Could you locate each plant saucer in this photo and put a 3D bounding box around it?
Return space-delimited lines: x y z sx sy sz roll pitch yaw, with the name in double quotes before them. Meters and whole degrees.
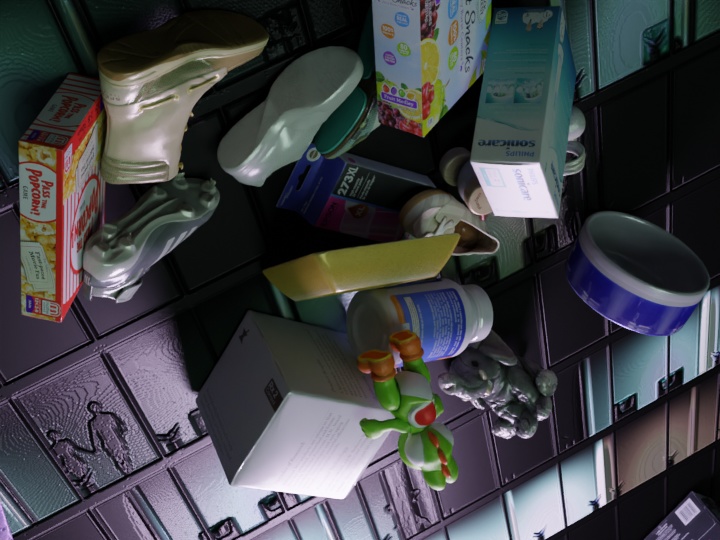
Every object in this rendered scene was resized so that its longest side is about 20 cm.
"plant saucer" 0.000 0.000 1.261 0.196 0.199 0.050 -9 88 -25

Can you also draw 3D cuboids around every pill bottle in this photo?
"pill bottle" 0.087 0.071 1.412 0.197 0.112 0.114 -5 128 -36

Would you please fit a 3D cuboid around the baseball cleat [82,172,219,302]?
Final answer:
"baseball cleat" -0.240 -0.035 1.142 0.199 0.069 0.107 -35 158 -44

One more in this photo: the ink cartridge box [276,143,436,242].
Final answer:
"ink cartridge box" -0.003 -0.094 1.290 0.197 0.037 0.096 12 118 -35

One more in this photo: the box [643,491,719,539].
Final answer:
"box" 0.712 0.600 2.204 0.114 0.133 0.201 25 110 -45

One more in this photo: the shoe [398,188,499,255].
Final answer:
"shoe" 0.122 -0.058 1.346 0.198 0.053 0.071 13 115 -53

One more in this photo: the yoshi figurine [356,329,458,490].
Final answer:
"yoshi figurine" 0.062 0.184 1.308 0.111 0.112 0.203 -18 102 19

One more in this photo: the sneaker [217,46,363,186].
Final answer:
"sneaker" -0.070 -0.173 1.169 0.199 0.076 0.088 -38 148 10

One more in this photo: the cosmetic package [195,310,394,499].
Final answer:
"cosmetic package" -0.085 0.183 1.369 0.198 0.166 0.166 16 116 -38

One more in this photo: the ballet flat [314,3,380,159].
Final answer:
"ballet flat" 0.014 -0.217 1.181 0.070 0.069 0.203 2 121 -42

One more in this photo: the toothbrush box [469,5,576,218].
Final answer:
"toothbrush box" 0.196 -0.183 1.197 0.084 0.204 0.147 2 160 21

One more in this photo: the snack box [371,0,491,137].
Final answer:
"snack box" 0.081 -0.280 1.113 0.169 0.067 0.203 -48 148 -39

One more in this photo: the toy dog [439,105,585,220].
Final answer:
"toy dog" 0.204 -0.128 1.325 0.196 0.134 0.097 -13 137 14

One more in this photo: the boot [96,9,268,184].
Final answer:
"boot" -0.188 -0.180 1.073 0.198 0.073 0.157 -30 148 -37

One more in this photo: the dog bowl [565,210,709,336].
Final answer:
"dog bowl" 0.403 0.002 1.490 0.197 0.201 0.080 0 129 -30

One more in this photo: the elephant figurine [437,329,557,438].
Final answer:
"elephant figurine" 0.192 0.158 1.550 0.198 0.155 0.144 30 72 -16

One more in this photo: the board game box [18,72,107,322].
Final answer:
"board game box" -0.303 -0.075 1.041 0.045 0.153 0.203 11 125 -2

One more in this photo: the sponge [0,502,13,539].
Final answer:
"sponge" -0.520 0.338 1.330 0.110 0.030 0.203 -15 131 -20
